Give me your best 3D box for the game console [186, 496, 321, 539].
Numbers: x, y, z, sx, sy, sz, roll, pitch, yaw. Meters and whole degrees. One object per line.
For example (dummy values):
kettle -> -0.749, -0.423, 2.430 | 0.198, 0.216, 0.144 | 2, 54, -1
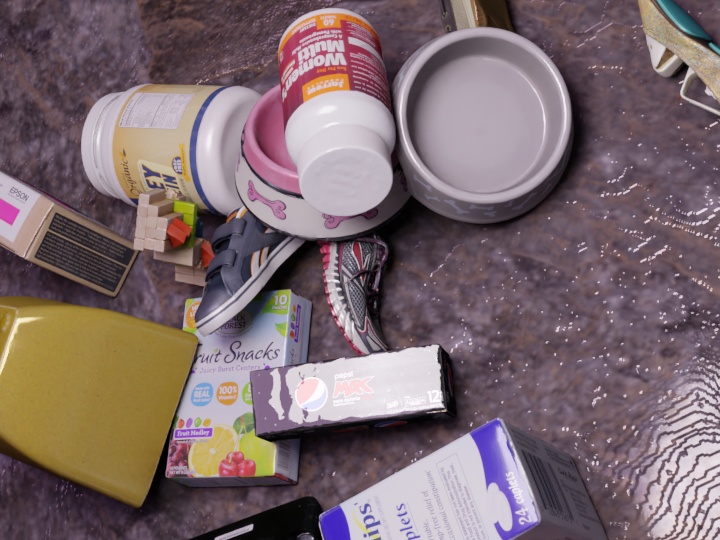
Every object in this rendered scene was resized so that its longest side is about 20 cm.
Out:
game console -> -0.108, 0.355, 1.484 | 0.199, 0.117, 0.177 | -23, 33, 21

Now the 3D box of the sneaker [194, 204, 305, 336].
sneaker -> -0.129, -0.014, 1.534 | 0.078, 0.080, 0.200 | -30, 15, 46

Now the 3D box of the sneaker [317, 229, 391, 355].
sneaker -> 0.000, 0.000, 1.512 | 0.074, 0.081, 0.202 | -16, 67, 10

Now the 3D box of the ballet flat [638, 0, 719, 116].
ballet flat -> 0.324, -0.204, 1.406 | 0.071, 0.071, 0.200 | -46, 56, 8

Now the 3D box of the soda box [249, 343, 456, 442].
soda box -> -0.007, 0.124, 1.446 | 0.198, 0.063, 0.072 | -9, 75, 10

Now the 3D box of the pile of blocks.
pile of blocks -> -0.183, -0.037, 1.567 | 0.062, 0.200, 0.083 | 11, 78, 13

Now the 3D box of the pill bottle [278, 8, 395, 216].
pill bottle -> -0.023, -0.157, 1.424 | 0.109, 0.110, 0.201 | -27, 44, 20

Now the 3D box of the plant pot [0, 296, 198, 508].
plant pot -> -0.331, 0.121, 1.558 | 0.195, 0.199, 0.196 | 5, 74, 52

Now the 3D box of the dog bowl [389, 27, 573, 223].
dog bowl -> 0.121, -0.151, 1.447 | 0.198, 0.059, 0.202 | 0, 84, -2

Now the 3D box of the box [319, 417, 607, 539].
box -> 0.095, 0.237, 1.306 | 0.199, 0.184, 0.106 | -31, 61, 17

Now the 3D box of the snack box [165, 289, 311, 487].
snack box -> -0.131, 0.128, 1.557 | 0.141, 0.053, 0.202 | -5, 69, 28

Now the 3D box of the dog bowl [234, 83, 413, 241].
dog bowl -> -0.037, -0.128, 1.522 | 0.198, 0.074, 0.201 | -1, 47, 1

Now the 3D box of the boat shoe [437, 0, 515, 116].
boat shoe -> 0.126, -0.239, 1.535 | 0.065, 0.073, 0.202 | -26, 66, 49

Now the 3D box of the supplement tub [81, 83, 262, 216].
supplement tub -> -0.204, -0.138, 1.641 | 0.198, 0.144, 0.146 | 6, 75, 32

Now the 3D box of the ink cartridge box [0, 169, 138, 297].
ink cartridge box -> -0.385, -0.056, 1.706 | 0.199, 0.165, 0.076 | 28, 88, 34
